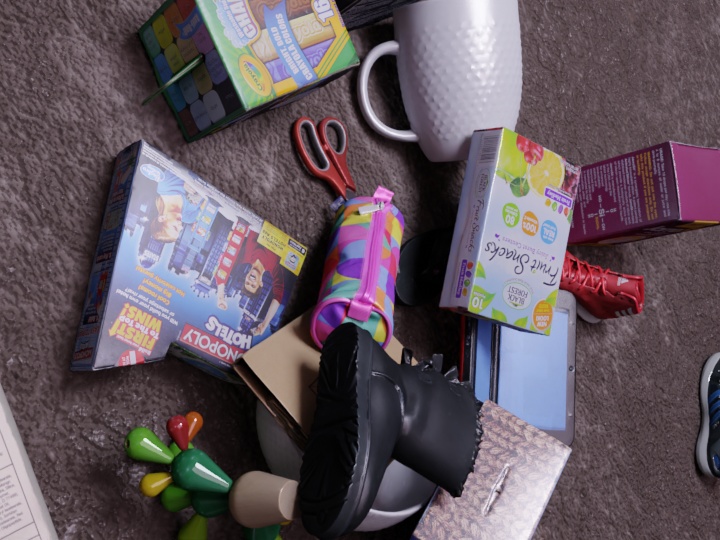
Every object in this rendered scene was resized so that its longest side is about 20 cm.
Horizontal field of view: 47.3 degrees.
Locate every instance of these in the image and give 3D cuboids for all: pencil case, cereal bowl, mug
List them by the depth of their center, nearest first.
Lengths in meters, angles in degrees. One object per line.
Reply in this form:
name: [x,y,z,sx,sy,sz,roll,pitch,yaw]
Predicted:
cereal bowl: [-0.021,0.168,0.814,0.198,0.083,0.201,28,35,-22]
pencil case: [0.000,0.000,0.836,0.088,0.088,0.201,42,31,-24]
mug: [0.093,-0.218,0.966,0.197,0.148,0.178,-8,99,-8]

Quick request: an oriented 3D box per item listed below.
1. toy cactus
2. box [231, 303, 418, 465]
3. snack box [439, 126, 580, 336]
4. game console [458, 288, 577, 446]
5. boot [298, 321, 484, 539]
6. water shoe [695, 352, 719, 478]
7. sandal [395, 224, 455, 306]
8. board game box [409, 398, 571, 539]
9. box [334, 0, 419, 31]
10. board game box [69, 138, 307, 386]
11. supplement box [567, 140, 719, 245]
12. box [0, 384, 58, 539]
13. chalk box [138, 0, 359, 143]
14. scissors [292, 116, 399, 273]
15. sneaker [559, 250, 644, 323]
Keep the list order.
toy cactus: [-0.110,0.194,0.718,0.201,0.164,0.103,58,44,-23]
box: [-0.013,0.109,0.794,0.164,0.021,0.200,48,34,6]
snack box: [0.171,-0.041,0.924,0.141,0.053,0.203,17,83,-36]
game console: [0.191,0.104,0.982,0.172,0.117,0.203,37,55,-66]
boot: [0.033,0.153,0.712,0.162,0.073,0.200,33,45,-31]
water shoe: [0.584,0.228,1.298,0.071,0.078,0.203,24,68,-32]
sandal: [0.111,-0.022,0.992,0.199,0.048,0.076,-31,100,-36]
board game box: [0.118,0.259,0.848,0.096,0.201,0.160,28,59,13]
box: [0.020,-0.349,0.882,0.199,0.197,0.125,-31,101,-37]
board game box: [-0.170,0.021,0.760,0.199,0.061,0.202,34,65,-30]
supplement box: [0.375,-0.097,1.114,0.130,0.199,0.105,0,82,-36]
box: [-0.324,0.133,0.593,0.127,0.108,0.203,-22,96,-37]
chalk box: [-0.124,-0.211,0.794,0.199,0.124,0.125,-31,101,-38]
scissors: [-0.017,-0.080,0.919,0.073,0.014,0.202,-24,94,-41]
sneaker: [0.305,0.003,1.096,0.199,0.115,0.079,27,67,-31]
